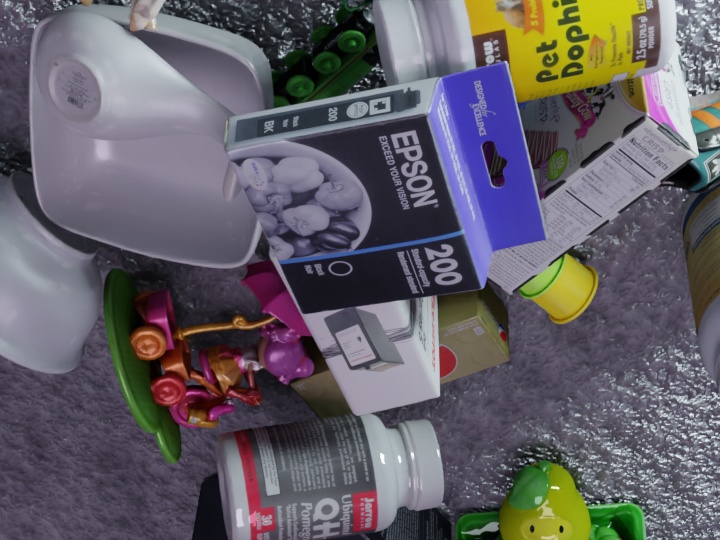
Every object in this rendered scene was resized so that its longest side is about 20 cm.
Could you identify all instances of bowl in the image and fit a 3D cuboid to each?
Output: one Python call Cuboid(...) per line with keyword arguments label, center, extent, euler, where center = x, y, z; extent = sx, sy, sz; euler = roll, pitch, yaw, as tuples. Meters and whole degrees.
Cuboid(label="bowl", center=(-0.156, -0.114, 1.222), extent=(0.198, 0.075, 0.201), euler=(14, 125, 12))
Cuboid(label="bowl", center=(-0.283, -0.018, 1.297), extent=(0.090, 0.202, 0.201), euler=(-44, 120, 12))

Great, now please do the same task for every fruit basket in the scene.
Cuboid(label="fruit basket", center=(0.195, 0.294, 1.588), extent=(0.213, 0.157, 0.216), euler=(0, 152, 0))

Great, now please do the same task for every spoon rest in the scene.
Cuboid(label="spoon rest", center=(-0.159, -0.121, 1.150), extent=(0.199, 0.061, 0.100), euler=(31, 125, 15))

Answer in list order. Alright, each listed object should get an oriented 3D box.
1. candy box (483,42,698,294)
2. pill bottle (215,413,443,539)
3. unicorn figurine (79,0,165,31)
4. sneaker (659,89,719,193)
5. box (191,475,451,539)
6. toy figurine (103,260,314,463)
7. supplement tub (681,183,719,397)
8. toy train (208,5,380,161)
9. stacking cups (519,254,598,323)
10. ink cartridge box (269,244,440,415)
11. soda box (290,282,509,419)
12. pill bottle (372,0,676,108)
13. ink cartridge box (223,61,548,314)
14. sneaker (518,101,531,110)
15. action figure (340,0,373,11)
Cuboid(label="candy box", center=(0.164, -0.092, 1.210), extent=(0.061, 0.137, 0.200), euler=(32, 127, -27))
Cuboid(label="pill bottle", center=(-0.029, 0.191, 1.424), extent=(0.198, 0.111, 0.111), euler=(-8, 135, -10))
Cuboid(label="unicorn figurine", center=(-0.156, -0.246, 1.112), extent=(0.198, 0.074, 0.139), euler=(18, 103, 2))
Cuboid(label="sneaker", center=(0.290, -0.102, 1.229), extent=(0.198, 0.080, 0.072), euler=(-14, 132, 16))
Cuboid(label="box", center=(-0.038, 0.287, 1.599), extent=(0.199, 0.125, 0.197), euler=(-24, 130, 25))
Cuboid(label="toy figurine", center=(-0.112, 0.071, 1.391), extent=(0.182, 0.151, 0.201), euler=(-14, 123, 5))
Cuboid(label="supplement tub", center=(0.340, 0.017, 1.258), extent=(0.143, 0.201, 0.146), euler=(2, 134, 2))
Cuboid(label="toy train", center=(-0.050, -0.140, 1.248), extent=(0.056, 0.042, 0.199), euler=(28, 130, -35))
Cuboid(label="stacking cups", center=(0.118, -0.029, 1.326), extent=(0.199, 0.061, 0.060), euler=(36, 127, -27))
Cuboid(label="ink cartridge box", center=(0.000, 0.000, 1.304), extent=(0.083, 0.146, 0.201), euler=(-13, 132, 14))
Cuboid(label="soda box", center=(0.035, 0.072, 1.429), extent=(0.199, 0.064, 0.068), euler=(-21, 129, 22))
Cuboid(label="pill bottle", center=(0.113, -0.174, 1.088), extent=(0.198, 0.110, 0.110), euler=(-13, 134, -4))
Cuboid(label="ink cartridge box", center=(0.026, -0.051, 1.107), extent=(0.198, 0.044, 0.199), euler=(-11, 141, 10))
Cuboid(label="sneaker", center=(0.085, -0.156, 1.201), extent=(0.078, 0.071, 0.200), euler=(29, 130, -29))
Cuboid(label="action figure", center=(0.062, -0.246, 1.131), extent=(0.199, 0.055, 0.118), euler=(-27, 129, 32))
